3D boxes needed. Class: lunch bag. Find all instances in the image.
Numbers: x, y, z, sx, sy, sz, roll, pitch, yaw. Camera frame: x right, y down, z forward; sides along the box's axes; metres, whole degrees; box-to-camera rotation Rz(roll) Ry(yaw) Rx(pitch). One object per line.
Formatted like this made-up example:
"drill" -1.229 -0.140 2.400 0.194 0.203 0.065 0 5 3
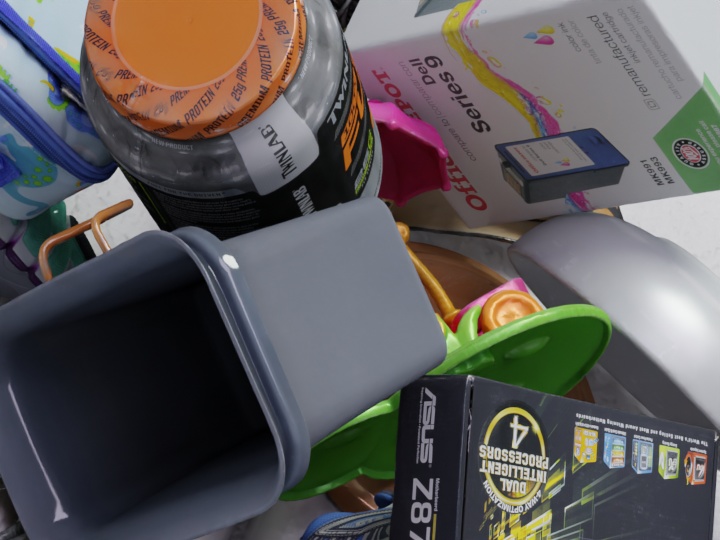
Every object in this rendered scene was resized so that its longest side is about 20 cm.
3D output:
"lunch bag" -0.187 -0.133 1.261 0.200 0.082 0.161 46 40 -24

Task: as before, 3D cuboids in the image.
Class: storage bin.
"storage bin" -0.068 0.033 1.154 0.134 0.199 0.146 -24 90 -43

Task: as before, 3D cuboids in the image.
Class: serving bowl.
"serving bowl" 0.173 0.035 1.409 0.200 0.200 0.066 44 86 4

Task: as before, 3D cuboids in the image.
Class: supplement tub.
"supplement tub" -0.060 -0.077 1.198 0.121 0.200 0.124 -2 73 8

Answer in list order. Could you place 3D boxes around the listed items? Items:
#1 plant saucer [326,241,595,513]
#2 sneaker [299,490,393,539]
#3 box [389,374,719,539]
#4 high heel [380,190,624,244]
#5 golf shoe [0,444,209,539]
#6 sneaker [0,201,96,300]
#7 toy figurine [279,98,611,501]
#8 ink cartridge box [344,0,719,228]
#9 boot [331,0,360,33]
"plant saucer" 0.048 0.068 1.418 0.199 0.032 0.201 17 50 -21
"sneaker" 0.045 0.137 1.281 0.085 0.078 0.199 28 13 35
"box" 0.092 0.142 1.221 0.199 0.049 0.163 16 77 -46
"high heel" 0.067 -0.034 1.461 0.142 0.072 0.200 37 35 15
"golf shoe" -0.135 0.098 1.249 0.199 0.078 0.095 -22 71 -42
"sneaker" -0.214 -0.030 1.314 0.200 0.087 0.075 51 16 -19
"toy figurine" 0.000 0.000 1.326 0.199 0.150 0.185 -21 67 -22
"ink cartridge box" 0.110 -0.109 1.354 0.146 0.199 0.088 51 50 -32
"boot" -0.055 -0.186 1.394 0.174 0.069 0.200 36 16 -8
